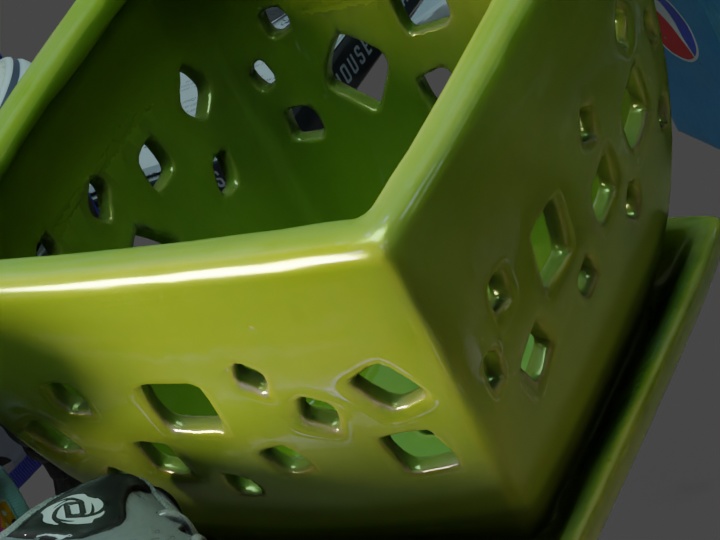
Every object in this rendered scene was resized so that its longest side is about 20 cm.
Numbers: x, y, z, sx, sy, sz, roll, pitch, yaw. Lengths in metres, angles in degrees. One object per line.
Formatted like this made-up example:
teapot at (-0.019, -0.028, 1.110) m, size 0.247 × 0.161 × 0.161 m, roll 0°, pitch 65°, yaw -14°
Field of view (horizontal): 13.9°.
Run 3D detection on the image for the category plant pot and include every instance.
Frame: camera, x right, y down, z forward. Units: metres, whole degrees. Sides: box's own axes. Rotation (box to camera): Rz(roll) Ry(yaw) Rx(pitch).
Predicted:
plant pot at (0.000, 0.000, 0.969) m, size 0.198 × 0.182 × 0.200 m, roll -4°, pitch 39°, yaw 34°

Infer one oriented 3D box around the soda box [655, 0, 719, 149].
soda box at (0.117, -0.134, 1.043) m, size 0.064 × 0.200 × 0.068 m, roll -38°, pitch 33°, yaw -14°

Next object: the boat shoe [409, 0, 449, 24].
boat shoe at (0.093, -0.117, 1.165) m, size 0.200 × 0.065 × 0.074 m, roll -27°, pitch 18°, yaw 49°

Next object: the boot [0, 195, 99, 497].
boot at (-0.080, 0.010, 1.066) m, size 0.067 × 0.131 × 0.200 m, roll -13°, pitch 36°, yaw 24°

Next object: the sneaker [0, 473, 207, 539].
sneaker at (-0.031, 0.100, 0.893) m, size 0.199 × 0.075 × 0.116 m, roll 7°, pitch 22°, yaw -15°

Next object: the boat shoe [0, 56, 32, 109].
boat shoe at (-0.183, -0.001, 1.011) m, size 0.200 × 0.070 × 0.071 m, roll -54°, pitch 16°, yaw -7°

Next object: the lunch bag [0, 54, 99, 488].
lunch bag at (-0.191, 0.011, 1.121) m, size 0.200 × 0.170 × 0.124 m, roll -43°, pitch 37°, yaw -16°

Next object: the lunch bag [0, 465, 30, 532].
lunch bag at (-0.170, 0.175, 0.923) m, size 0.170 × 0.122 × 0.200 m, roll -22°, pitch 27°, yaw 11°

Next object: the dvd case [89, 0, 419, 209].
dvd case at (-0.047, -0.086, 1.238) m, size 0.150 × 0.025 × 0.200 m, roll -16°, pitch 29°, yaw 39°
